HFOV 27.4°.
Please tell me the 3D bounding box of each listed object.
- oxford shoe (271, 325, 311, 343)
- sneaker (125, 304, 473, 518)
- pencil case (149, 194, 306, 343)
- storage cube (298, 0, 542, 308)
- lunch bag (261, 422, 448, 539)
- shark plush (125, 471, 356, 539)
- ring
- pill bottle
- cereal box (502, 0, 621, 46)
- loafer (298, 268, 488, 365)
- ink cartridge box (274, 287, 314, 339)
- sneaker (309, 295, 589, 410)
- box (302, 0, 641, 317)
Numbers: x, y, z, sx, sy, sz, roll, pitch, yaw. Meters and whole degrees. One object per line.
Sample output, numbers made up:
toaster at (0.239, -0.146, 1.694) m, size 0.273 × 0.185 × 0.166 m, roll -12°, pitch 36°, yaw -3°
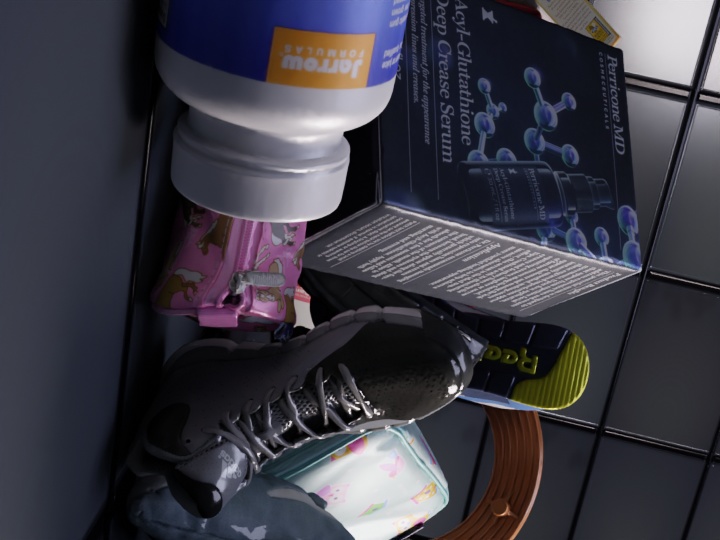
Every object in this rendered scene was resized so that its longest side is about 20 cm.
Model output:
oxford shoe at (-0.085, 0.126, 1.071) m, size 0.084 × 0.073 × 0.201 m, roll -31°, pitch 151°, yaw -40°
sneaker at (-0.040, 0.086, 0.779) m, size 0.075 × 0.199 × 0.116 m, roll 62°, pitch 35°, yaw -24°
pencil case at (-0.053, -0.067, 0.776) m, size 0.083 × 0.086 × 0.202 m, roll 14°, pitch 88°, yaw -54°
storage cube at (0.023, -0.085, 1.074) m, size 0.180 × 0.170 × 0.201 m, roll 96°, pitch 8°, yaw -64°
lunch bag at (-0.032, 0.144, 0.995) m, size 0.077 × 0.160 × 0.200 m, roll 61°, pitch 1°, yaw 31°
shark plush at (-0.047, 0.171, 0.864) m, size 0.091 × 0.200 × 0.083 m, roll -51°, pitch -168°, yaw 4°
ring at (0.036, 0.135, 1.093) m, size 0.019 × 0.199 × 0.202 m, roll 39°, pitch 63°, yaw -67°
pill bottle at (-0.032, -0.128, 0.653) m, size 0.112 × 0.111 × 0.201 m, roll -66°, pitch 167°, yaw -67°
cereal box at (0.084, -0.217, 1.092) m, size 0.040 × 0.200 × 0.144 m, roll -48°, pitch -167°, yaw -17°
loafer at (0.000, 0.000, 0.954) m, size 0.070 × 0.201 × 0.068 m, roll -44°, pitch -170°, yaw -5°
ink cartridge box at (-0.021, 0.005, 1.304) m, size 0.201 × 0.084 × 0.146 m, roll 93°, pitch 11°, yaw -54°
sneaker at (0.058, 0.054, 1.041) m, size 0.082 × 0.199 × 0.074 m, roll 115°, pitch -5°, yaw -83°
box at (0.056, -0.071, 0.868) m, size 0.107 × 0.199 × 0.150 m, roll -25°, pitch -120°, yaw 48°
